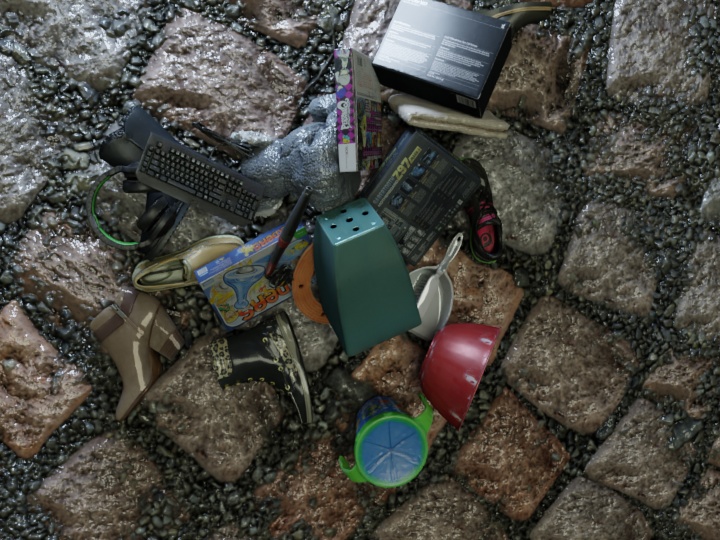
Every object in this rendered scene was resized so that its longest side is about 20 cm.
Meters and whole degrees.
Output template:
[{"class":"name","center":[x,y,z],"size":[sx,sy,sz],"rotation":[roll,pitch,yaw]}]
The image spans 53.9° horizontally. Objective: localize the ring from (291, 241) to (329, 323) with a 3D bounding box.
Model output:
[{"class":"ring","center":[-0.031,0.007,1.251],"size":[0.195,0.019,0.205],"rotation":[-14,128,-18]}]

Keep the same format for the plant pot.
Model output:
[{"class":"plant pot","center":[0.000,0.000,1.156],"size":[0.138,0.142,0.204],"rotation":[-22,130,-11]}]

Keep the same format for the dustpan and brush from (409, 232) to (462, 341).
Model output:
[{"class":"dustpan and brush","center":[0.132,0.020,1.309],"size":[0.137,0.057,0.204],"rotation":[27,89,-20]}]

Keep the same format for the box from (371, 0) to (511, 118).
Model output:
[{"class":"box","center":[0.138,-0.362,1.187],"size":[0.196,0.079,0.144],"rotation":[23,85,18]}]

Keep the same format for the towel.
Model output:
[{"class":"towel","center":[0.154,-0.271,1.235],"size":[0.194,0.133,0.035],"rotation":[5,114,-15]}]

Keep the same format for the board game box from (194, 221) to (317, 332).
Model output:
[{"class":"board game box","center":[-0.169,0.008,1.213],"size":[0.196,0.035,0.137],"rotation":[-29,138,-8]}]

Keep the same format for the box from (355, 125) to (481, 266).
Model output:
[{"class":"box","center":[0.093,-0.129,1.247],"size":[0.155,0.051,0.202],"rotation":[30,110,-22]}]

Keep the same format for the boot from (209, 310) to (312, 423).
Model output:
[{"class":"boot","center":[-0.172,0.190,1.259],"size":[0.149,0.073,0.209],"rotation":[-16,102,-6]}]

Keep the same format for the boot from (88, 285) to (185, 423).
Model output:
[{"class":"boot","center":[-0.398,0.135,1.199],"size":[0.145,0.070,0.202],"rotation":[39,87,-10]}]

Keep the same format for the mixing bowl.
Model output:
[{"class":"mixing bowl","center":[0.172,0.175,1.295],"size":[0.106,0.200,0.205],"rotation":[24,93,11]}]

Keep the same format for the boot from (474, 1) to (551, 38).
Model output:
[{"class":"boot","center":[0.252,-0.401,1.278],"size":[0.194,0.078,0.142],"rotation":[-12,105,2]}]

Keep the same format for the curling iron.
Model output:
[{"class":"curling iron","center":[-0.112,-0.052,1.144],"size":[0.048,0.026,0.203],"rotation":[4,128,-24]}]

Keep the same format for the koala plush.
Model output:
[{"class":"koala plush","center":[-0.114,-0.174,1.175],"size":[0.194,0.186,0.181],"rotation":[-2,123,13]}]

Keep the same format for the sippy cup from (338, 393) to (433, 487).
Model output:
[{"class":"sippy cup","center":[0.045,0.300,1.292],"size":[0.172,0.130,0.144],"rotation":[-3,104,-9]}]

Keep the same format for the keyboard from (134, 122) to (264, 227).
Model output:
[{"class":"keyboard","center":[-0.234,-0.160,1.086],"size":[0.196,0.020,0.131],"rotation":[23,81,-31]}]

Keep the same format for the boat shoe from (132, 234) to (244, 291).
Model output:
[{"class":"boat shoe","center":[-0.285,-0.005,1.194],"size":[0.195,0.076,0.074],"rotation":[-21,102,-11]}]

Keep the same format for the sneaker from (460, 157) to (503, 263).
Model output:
[{"class":"sneaker","center":[0.226,-0.112,1.302],"size":[0.075,0.084,0.205],"rotation":[-23,103,-10]}]

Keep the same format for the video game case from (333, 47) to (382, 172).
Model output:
[{"class":"video game case","center":[0.000,-0.260,1.169],"size":[0.035,0.200,0.187],"rotation":[-1,100,13]}]

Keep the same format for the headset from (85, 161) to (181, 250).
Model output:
[{"class":"headset","center":[-0.324,-0.112,1.102],"size":[0.195,0.094,0.127],"rotation":[-23,101,-8]}]

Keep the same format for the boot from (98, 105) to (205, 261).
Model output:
[{"class":"boot","center":[-0.356,-0.143,1.155],"size":[0.166,0.076,0.204],"rotation":[32,84,-19]}]
